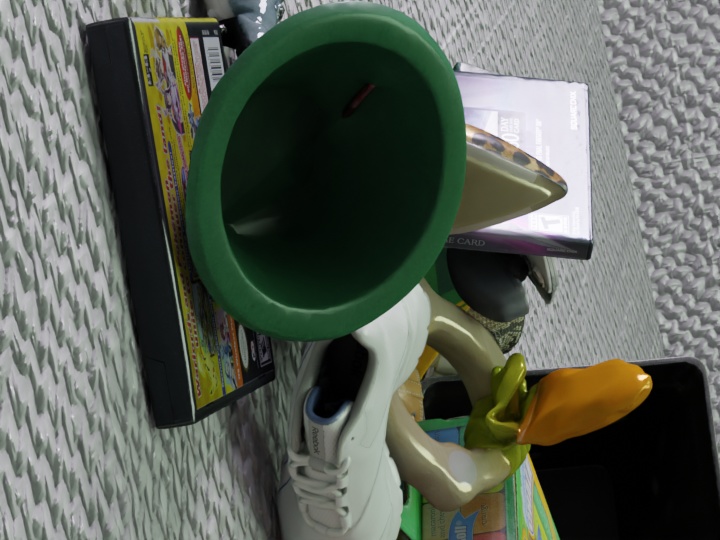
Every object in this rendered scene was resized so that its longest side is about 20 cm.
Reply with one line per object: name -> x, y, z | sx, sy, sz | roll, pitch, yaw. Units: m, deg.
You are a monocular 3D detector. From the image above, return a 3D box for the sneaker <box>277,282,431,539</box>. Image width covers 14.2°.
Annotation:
sneaker -> -0.017, 0.095, 1.572 | 0.087, 0.074, 0.201 | -37, 136, -66

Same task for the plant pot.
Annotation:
plant pot -> 0.132, 0.182, 1.978 | 0.177, 0.198, 0.201 | 118, -33, -73

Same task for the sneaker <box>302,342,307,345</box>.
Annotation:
sneaker -> 0.000, 0.000, 1.778 | 0.200, 0.072, 0.085 | -64, 173, -50

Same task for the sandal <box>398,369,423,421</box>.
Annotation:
sandal -> 0.017, 0.089, 1.823 | 0.200, 0.054, 0.082 | 62, 22, -58

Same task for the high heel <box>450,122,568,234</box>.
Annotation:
high heel -> 0.024, -0.088, 1.652 | 0.143, 0.199, 0.072 | -77, 173, -55

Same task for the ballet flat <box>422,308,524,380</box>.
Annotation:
ballet flat -> 0.067, 0.053, 1.969 | 0.076, 0.068, 0.200 | -61, 176, -23

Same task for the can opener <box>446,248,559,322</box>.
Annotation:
can opener -> 0.057, -0.050, 1.739 | 0.200, 0.067, 0.053 | 56, -16, 37

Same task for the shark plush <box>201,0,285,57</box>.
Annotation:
shark plush -> -0.052, -0.176, 1.632 | 0.200, 0.083, 0.091 | -78, 156, -61

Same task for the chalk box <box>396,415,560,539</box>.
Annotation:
chalk box -> 0.048, 0.170, 1.737 | 0.200, 0.123, 0.125 | 68, 17, -48

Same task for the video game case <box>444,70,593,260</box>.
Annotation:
video game case -> 0.036, -0.068, 1.698 | 0.143, 0.199, 0.019 | -87, -176, -46

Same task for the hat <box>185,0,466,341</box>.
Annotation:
hat -> -0.057, -0.063, 1.498 | 0.176, 0.165, 0.201 | 32, -51, 52

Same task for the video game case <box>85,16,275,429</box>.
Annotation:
video game case -> -0.089, -0.030, 1.485 | 0.181, 0.025, 0.201 | -24, 105, -78

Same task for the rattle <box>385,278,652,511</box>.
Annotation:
rattle -> 0.045, 0.024, 1.632 | 0.201, 0.130, 0.143 | 61, -33, 4

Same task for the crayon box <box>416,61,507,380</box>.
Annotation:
crayon box -> 0.044, -0.021, 1.880 | 0.200, 0.051, 0.126 | 121, -22, -44
